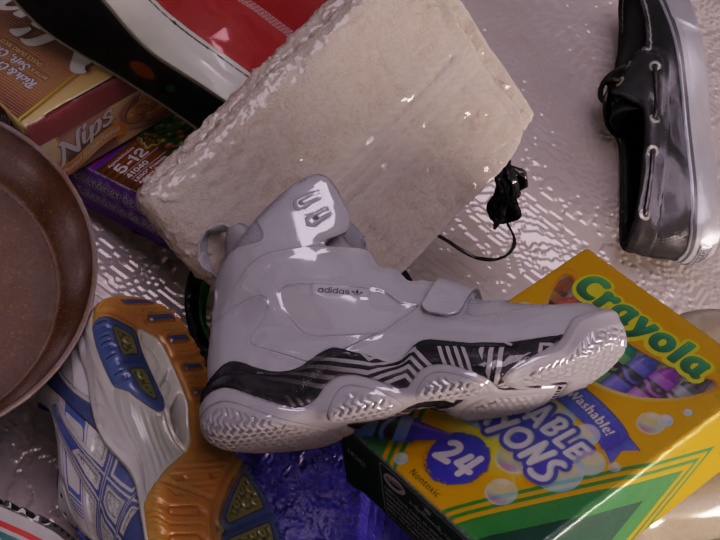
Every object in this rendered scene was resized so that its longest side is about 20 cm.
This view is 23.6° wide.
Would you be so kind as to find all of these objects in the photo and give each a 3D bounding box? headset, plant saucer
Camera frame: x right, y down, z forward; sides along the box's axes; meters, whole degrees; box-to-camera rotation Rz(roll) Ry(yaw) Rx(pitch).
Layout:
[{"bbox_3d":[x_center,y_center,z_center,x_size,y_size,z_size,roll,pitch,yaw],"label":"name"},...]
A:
[{"bbox_3d":[0.000,0.000,0.944,0.199,0.094,0.124,-23,70,-13],"label":"headset"},{"bbox_3d":[-0.228,0.004,0.836,0.199,0.035,0.201,4,58,-7],"label":"plant saucer"}]

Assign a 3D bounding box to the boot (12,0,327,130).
[{"bbox_3d":[-0.092,-0.169,0.890,0.199,0.072,0.145,35,66,-19],"label":"boot"}]

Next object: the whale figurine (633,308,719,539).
[{"bbox_3d":[0.163,0.107,0.916,0.199,0.104,0.159,-29,74,-35],"label":"whale figurine"}]

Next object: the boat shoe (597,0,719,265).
[{"bbox_3d":[0.178,-0.099,1.061,0.056,0.069,0.201,2,64,-13],"label":"boat shoe"}]

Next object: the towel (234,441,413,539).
[{"bbox_3d":[-0.004,0.130,0.880,0.198,0.050,0.149,8,76,-10],"label":"towel"}]

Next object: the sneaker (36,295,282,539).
[{"bbox_3d":[-0.099,0.114,0.822,0.075,0.088,0.201,12,46,-42],"label":"sneaker"}]

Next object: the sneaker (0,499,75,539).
[{"bbox_3d":[-0.236,0.139,0.820,0.198,0.070,0.094,18,73,2],"label":"sneaker"}]

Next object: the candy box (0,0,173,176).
[{"bbox_3d":[-0.192,-0.143,0.961,0.115,0.055,0.200,-34,59,-24],"label":"candy box"}]

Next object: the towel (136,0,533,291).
[{"bbox_3d":[-0.009,-0.058,0.871,0.200,0.034,0.133,-45,118,-14],"label":"towel"}]

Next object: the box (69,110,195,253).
[{"bbox_3d":[-0.060,-0.088,0.972,0.136,0.039,0.200,25,53,36],"label":"box"}]

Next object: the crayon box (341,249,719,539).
[{"bbox_3d":[0.105,0.069,0.842,0.199,0.052,0.126,-32,49,-24],"label":"crayon box"}]

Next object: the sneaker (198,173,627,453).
[{"bbox_3d":[0.017,0.012,0.795,0.198,0.075,0.116,-11,72,5],"label":"sneaker"}]
